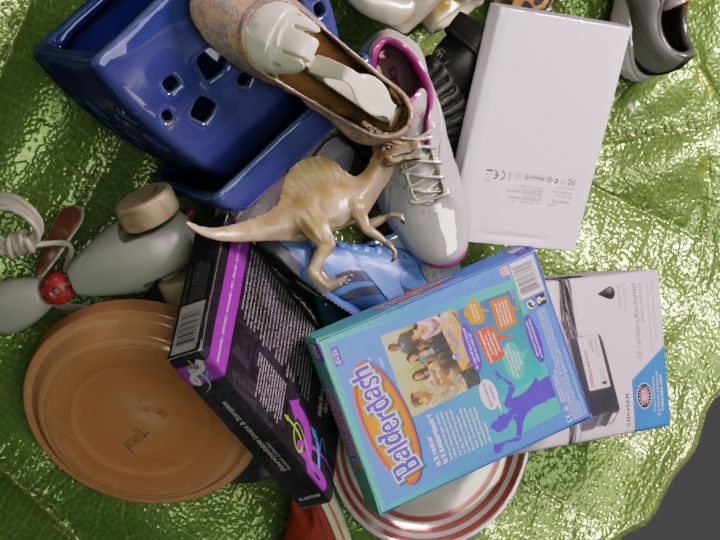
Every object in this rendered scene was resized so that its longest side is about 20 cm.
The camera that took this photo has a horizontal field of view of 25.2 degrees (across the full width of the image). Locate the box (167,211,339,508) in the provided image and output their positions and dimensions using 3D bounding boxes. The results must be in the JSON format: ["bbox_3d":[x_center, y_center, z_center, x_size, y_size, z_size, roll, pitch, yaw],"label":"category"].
[{"bbox_3d":[-0.075,0.073,1.271,0.036,0.144,0.200,-18,131,24],"label":"box"}]

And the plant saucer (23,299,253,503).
[{"bbox_3d":[-0.177,0.114,1.310,0.198,0.032,0.202,3,124,4],"label":"plant saucer"}]

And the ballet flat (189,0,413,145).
[{"bbox_3d":[-0.035,-0.157,1.194,0.199,0.067,0.069,29,87,-30],"label":"ballet flat"}]

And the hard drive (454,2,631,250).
[{"bbox_3d":[0.149,-0.120,1.382,0.131,0.027,0.202,4,108,-25],"label":"hard drive"}]

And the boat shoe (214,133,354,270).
[{"bbox_3d":[-0.089,-0.043,1.349,0.065,0.072,0.201,36,84,16],"label":"boat shoe"}]

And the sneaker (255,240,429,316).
[{"bbox_3d":[0.000,0.000,1.335,0.199,0.066,0.079,31,88,-32],"label":"sneaker"}]

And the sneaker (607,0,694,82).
[{"bbox_3d":[0.262,-0.275,1.468,0.074,0.079,0.202,-21,102,-38],"label":"sneaker"}]

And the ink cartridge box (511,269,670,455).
[{"bbox_3d":[0.173,0.079,1.433,0.198,0.084,0.146,-6,92,-34],"label":"ink cartridge box"}]

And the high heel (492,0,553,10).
[{"bbox_3d":[0.113,-0.316,1.424,0.200,0.071,0.143,38,74,-26],"label":"high heel"}]

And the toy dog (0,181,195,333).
[{"bbox_3d":[-0.206,-0.013,1.313,0.198,0.096,0.133,1,111,9],"label":"toy dog"}]

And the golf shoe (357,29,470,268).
[{"bbox_3d":[0.039,-0.099,1.304,0.075,0.092,0.202,-18,87,0],"label":"golf shoe"}]

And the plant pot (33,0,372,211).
[{"bbox_3d":[-0.118,-0.166,1.294,0.200,0.200,0.180,-44,112,-13],"label":"plant pot"}]

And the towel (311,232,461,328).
[{"bbox_3d":[0.041,0.066,1.415,0.146,0.022,0.202,-22,101,-25],"label":"towel"}]

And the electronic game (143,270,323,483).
[{"bbox_3d":[-0.105,0.081,1.387,0.198,0.042,0.202,1,85,-15],"label":"electronic game"}]

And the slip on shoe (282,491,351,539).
[{"bbox_3d":[-0.041,0.237,1.385,0.061,0.074,0.202,-16,119,-11],"label":"slip on shoe"}]

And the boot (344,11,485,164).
[{"bbox_3d":[0.095,-0.109,1.425,0.158,0.079,0.211,-49,121,0],"label":"boot"}]

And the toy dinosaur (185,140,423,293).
[{"bbox_3d":[-0.036,-0.035,1.254,0.199,0.058,0.102,-24,93,-17],"label":"toy dinosaur"}]

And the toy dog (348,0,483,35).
[{"bbox_3d":[0.019,-0.302,1.362,0.193,0.140,0.201,-34,82,-26],"label":"toy dog"}]

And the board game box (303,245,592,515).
[{"bbox_3d":[0.072,0.087,1.309,0.198,0.045,0.154,-22,98,-15],"label":"board game box"}]

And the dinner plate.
[{"bbox_3d":[0.061,0.150,1.458,0.198,0.024,0.203,-1,94,-18],"label":"dinner plate"}]
